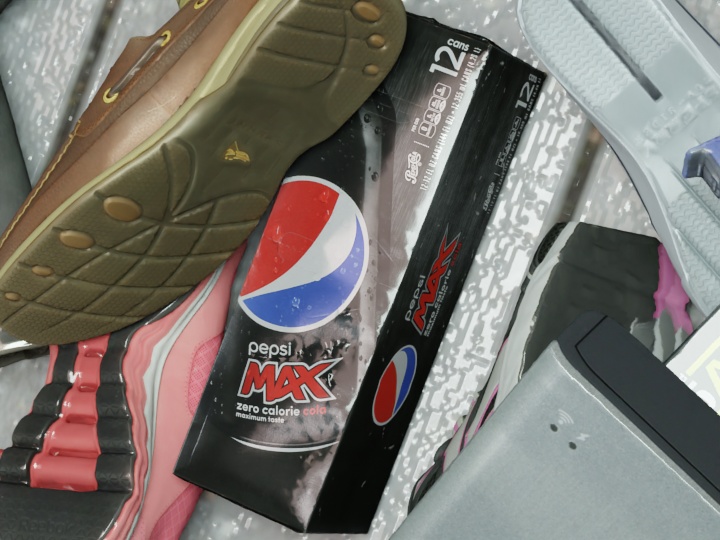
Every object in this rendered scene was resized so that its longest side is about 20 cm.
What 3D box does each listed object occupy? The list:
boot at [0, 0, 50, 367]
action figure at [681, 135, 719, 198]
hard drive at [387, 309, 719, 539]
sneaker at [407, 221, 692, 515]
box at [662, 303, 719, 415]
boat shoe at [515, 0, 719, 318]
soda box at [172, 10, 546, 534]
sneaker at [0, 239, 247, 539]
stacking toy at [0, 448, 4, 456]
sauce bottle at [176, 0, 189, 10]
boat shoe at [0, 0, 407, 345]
[{"bbox_3d":[-0.154,-0.063,1.115,0.182,0.073,0.200,-24,69,34],"label":"boot"},{"bbox_3d":[0.208,-0.028,0.956,0.200,0.105,0.194,-16,71,-11],"label":"action figure"},{"bbox_3d":[0.075,0.118,0.885,0.140,0.033,0.200,43,138,7],"label":"hard drive"},{"bbox_3d":[0.056,0.073,1.020,0.086,0.080,0.200,-1,65,55],"label":"sneaker"},{"bbox_3d":[0.212,0.048,0.868,0.193,0.048,0.200,43,91,8],"label":"box"},{"bbox_3d":[0.135,-0.046,1.006,0.074,0.067,0.200,-32,97,18],"label":"boat shoe"},{"bbox_3d":[0.000,0.000,1.050,0.063,0.071,0.200,22,92,23],"label":"soda box"},{"bbox_3d":[-0.089,0.045,1.084,0.074,0.087,0.200,6,63,23],"label":"sneaker"},{"bbox_3d":[-0.190,0.162,1.109,0.085,0.085,0.200,30,89,21],"label":"stacking toy"},{"bbox_3d":[-0.059,-0.159,1.094,0.065,0.065,0.200,-23,76,17],"label":"sauce bottle"},{"bbox_3d":[-0.068,-0.053,1.027,0.200,0.072,0.068,-44,44,14],"label":"boat shoe"}]
